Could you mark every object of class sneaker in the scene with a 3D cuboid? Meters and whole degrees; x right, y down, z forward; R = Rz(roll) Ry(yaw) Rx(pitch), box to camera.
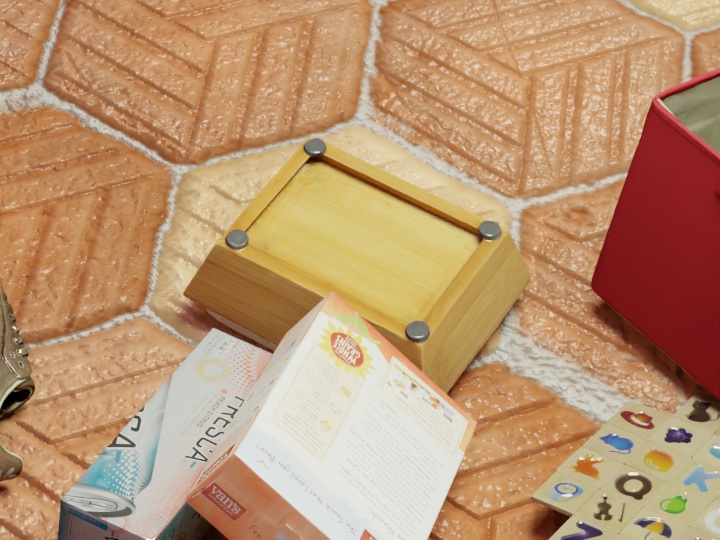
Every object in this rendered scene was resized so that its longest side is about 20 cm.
[{"bbox_3d":[-0.258,0.063,1.437,0.075,0.070,0.200,16,49,-16],"label":"sneaker"}]

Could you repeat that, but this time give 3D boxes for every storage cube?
[{"bbox_3d":[0.293,-0.027,1.460,0.171,0.180,0.200,-26,56,-34],"label":"storage cube"}]

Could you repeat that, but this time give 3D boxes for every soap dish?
[{"bbox_3d":[0.000,0.000,1.490,0.200,0.081,0.157,27,51,17],"label":"soap dish"}]

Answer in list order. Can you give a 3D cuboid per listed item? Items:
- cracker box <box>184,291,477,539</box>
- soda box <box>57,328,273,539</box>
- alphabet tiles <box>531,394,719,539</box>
[{"bbox_3d":[-0.014,0.118,1.327,0.134,0.058,0.200,43,32,-8],"label":"cracker box"},{"bbox_3d":[-0.115,0.123,1.360,0.068,0.064,0.200,22,39,14],"label":"soda box"},{"bbox_3d":[0.216,0.146,1.388,0.166,0.006,0.200,20,37,29],"label":"alphabet tiles"}]
